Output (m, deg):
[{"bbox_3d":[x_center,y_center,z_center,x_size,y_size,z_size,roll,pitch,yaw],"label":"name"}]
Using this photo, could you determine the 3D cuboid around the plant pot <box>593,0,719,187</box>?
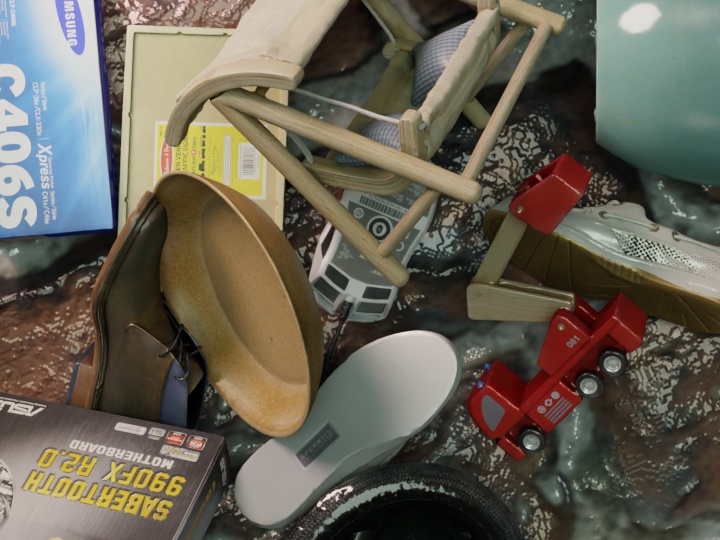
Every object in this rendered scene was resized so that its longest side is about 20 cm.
[{"bbox_3d":[0.246,-0.153,1.074,0.161,0.201,0.201,1,90,9],"label":"plant pot"}]

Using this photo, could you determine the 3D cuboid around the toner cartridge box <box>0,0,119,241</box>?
[{"bbox_3d":[-0.237,-0.125,1.134,0.095,0.043,0.201,-6,90,-2],"label":"toner cartridge box"}]

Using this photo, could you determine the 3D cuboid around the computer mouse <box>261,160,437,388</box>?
[{"bbox_3d":[0.000,0.000,1.138,0.109,0.044,0.200,24,90,-10],"label":"computer mouse"}]

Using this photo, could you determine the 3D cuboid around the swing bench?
[{"bbox_3d":[0.004,-0.134,1.044,0.200,0.130,0.199,33,50,-5],"label":"swing bench"}]

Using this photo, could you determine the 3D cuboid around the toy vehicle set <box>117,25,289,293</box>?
[{"bbox_3d":[-0.117,-0.082,1.144,0.124,0.027,0.201,3,90,-1],"label":"toy vehicle set"}]

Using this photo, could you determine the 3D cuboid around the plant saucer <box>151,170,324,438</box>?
[{"bbox_3d":[-0.080,0.018,1.053,0.035,0.200,0.201,-26,90,-28],"label":"plant saucer"}]

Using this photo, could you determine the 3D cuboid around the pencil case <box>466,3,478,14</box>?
[{"bbox_3d":[0.030,-0.262,1.115,0.200,0.087,0.083,29,68,1],"label":"pencil case"}]

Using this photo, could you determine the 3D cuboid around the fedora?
[{"bbox_3d":[0.021,0.223,1.107,0.200,0.092,0.201,-1,101,-7],"label":"fedora"}]

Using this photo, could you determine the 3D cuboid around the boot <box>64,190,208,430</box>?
[{"bbox_3d":[-0.144,0.040,1.093,0.097,0.075,0.200,23,123,3],"label":"boot"}]

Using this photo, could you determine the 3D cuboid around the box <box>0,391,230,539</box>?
[{"bbox_3d":[-0.211,0.169,1.062,0.200,0.159,0.048,10,132,15],"label":"box"}]

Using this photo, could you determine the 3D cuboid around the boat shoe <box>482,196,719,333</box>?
[{"bbox_3d":[0.192,-0.018,1.136,0.200,0.071,0.069,22,63,7],"label":"boat shoe"}]

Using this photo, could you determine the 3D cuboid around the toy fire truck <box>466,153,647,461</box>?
[{"bbox_3d":[0.128,0.031,1.097,0.141,0.049,0.200,40,117,-3],"label":"toy fire truck"}]

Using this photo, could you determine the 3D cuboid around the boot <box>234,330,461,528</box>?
[{"bbox_3d":[0.001,0.113,1.099,0.200,0.096,0.074,-38,74,16],"label":"boot"}]
